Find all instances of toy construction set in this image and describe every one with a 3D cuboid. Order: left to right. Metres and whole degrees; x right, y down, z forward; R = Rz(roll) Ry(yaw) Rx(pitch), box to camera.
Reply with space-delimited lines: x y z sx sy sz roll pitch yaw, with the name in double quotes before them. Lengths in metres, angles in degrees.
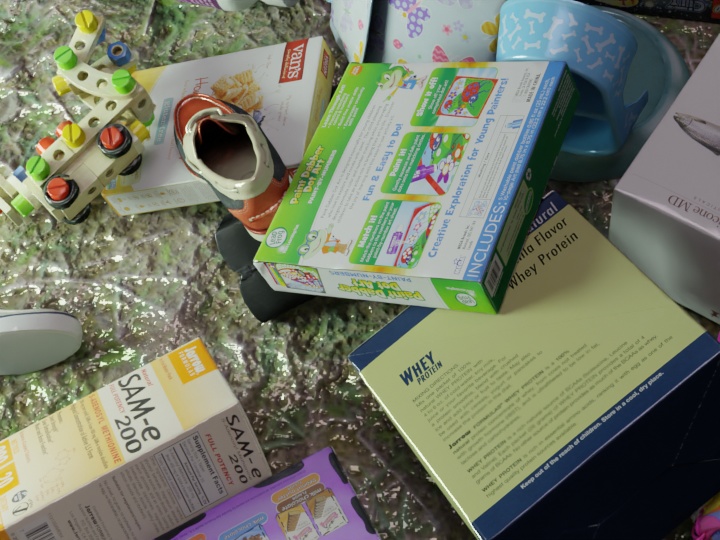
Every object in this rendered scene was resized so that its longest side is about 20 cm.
"toy construction set" -0.256 -0.115 1.219 0.131 0.092 0.201 41 94 21

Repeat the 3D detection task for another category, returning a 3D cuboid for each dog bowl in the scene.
"dog bowl" 0.166 -0.149 1.125 0.110 0.200 0.050 14 77 21

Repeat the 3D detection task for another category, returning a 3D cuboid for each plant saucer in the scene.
"plant saucer" 0.198 -0.168 1.259 0.197 0.028 0.202 -3 57 5

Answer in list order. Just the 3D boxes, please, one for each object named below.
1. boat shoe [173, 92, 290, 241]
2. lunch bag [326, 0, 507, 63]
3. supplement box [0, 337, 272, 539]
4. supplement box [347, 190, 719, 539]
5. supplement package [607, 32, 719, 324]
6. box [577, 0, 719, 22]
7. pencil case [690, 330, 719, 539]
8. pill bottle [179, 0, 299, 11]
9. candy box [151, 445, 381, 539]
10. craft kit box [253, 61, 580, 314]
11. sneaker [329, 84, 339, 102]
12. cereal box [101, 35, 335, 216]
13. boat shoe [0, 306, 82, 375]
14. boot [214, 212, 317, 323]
"boat shoe" -0.110 -0.098 1.144 0.071 0.063 0.200 -37 43 -2
"lunch bag" 0.056 -0.245 1.199 0.199 0.171 0.127 32 42 23
"supplement box" -0.180 0.145 1.052 0.198 0.074 0.126 -28 27 -10
"supplement box" 0.135 0.093 0.987 0.199 0.135 0.200 -38 45 -3
"supplement package" 0.297 -0.079 1.132 0.116 0.118 0.201 28 65 21
"box" 0.256 -0.293 1.266 0.197 0.137 0.038 10 56 14
"pencil case" 0.291 0.123 1.023 0.087 0.089 0.202 9 57 14
"pill bottle" -0.150 -0.312 1.352 0.198 0.113 0.113 15 60 17
"candy box" -0.047 0.254 0.993 0.166 0.072 0.201 -26 57 -9
"craft kit box" 0.042 -0.068 1.047 0.195 0.049 0.202 7 59 31
"sneaker" 0.004 -0.124 1.242 0.104 0.060 0.200 35 63 26
"cereal box" -0.124 -0.128 1.245 0.198 0.040 0.145 -8 54 21
"boat shoe" -0.328 0.048 1.172 0.197 0.071 0.071 -11 58 9
"boot" 0.000 -0.001 1.145 0.198 0.066 0.167 -22 94 8
